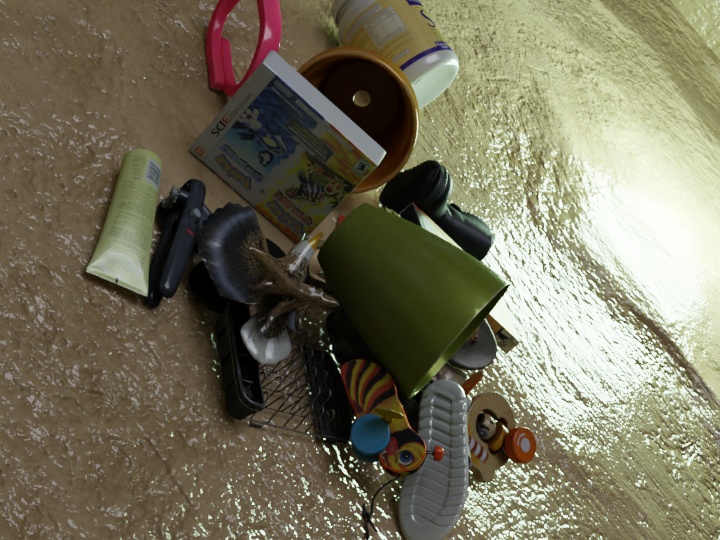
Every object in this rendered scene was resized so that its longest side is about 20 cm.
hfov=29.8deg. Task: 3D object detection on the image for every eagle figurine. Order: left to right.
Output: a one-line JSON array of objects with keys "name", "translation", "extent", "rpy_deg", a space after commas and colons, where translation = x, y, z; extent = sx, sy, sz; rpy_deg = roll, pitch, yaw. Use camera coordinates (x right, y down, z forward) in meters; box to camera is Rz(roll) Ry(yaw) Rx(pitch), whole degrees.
[{"name": "eagle figurine", "translation": [-0.099, 0.006, 1.590], "extent": [0.149, 0.200, 0.154], "rpy_deg": [-19, 109, -18]}]

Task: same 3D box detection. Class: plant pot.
[{"name": "plant pot", "translation": [-0.009, -0.232, 1.956], "extent": [0.200, 0.200, 0.184], "rpy_deg": [42, 18, -8]}, {"name": "plant pot", "translation": [0.048, 0.019, 1.643], "extent": [0.200, 0.188, 0.187], "rpy_deg": [42, 33, 8]}]

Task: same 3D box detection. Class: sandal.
[{"name": "sandal", "translation": [-0.147, -0.007, 1.680], "extent": [0.075, 0.045, 0.200], "rpy_deg": [43, 33, 5]}, {"name": "sandal", "translation": [0.100, 0.237, 1.647], "extent": [0.050, 0.081, 0.205], "rpy_deg": [50, 49, -64]}, {"name": "sandal", "translation": [0.122, 0.049, 1.750], "extent": [0.081, 0.054, 0.202], "rpy_deg": [-32, 112, -18]}]

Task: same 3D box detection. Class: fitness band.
[{"name": "fitness band", "translation": [-0.164, -0.332, 1.906], "extent": [0.037, 0.143, 0.202], "rpy_deg": [20, 42, -35]}]

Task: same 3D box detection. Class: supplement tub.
[{"name": "supplement tub", "translation": [0.053, -0.370, 2.183], "extent": [0.145, 0.145, 0.201], "rpy_deg": [-12, 65, -52]}]

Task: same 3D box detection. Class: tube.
[{"name": "tube", "translation": [-0.274, -0.059, 1.601], "extent": [0.052, 0.057, 0.202], "rpy_deg": [75, 13, -46]}]

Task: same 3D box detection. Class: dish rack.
[{"name": "dish rack", "translation": [-0.083, 0.126, 1.615], "extent": [0.198, 0.054, 0.155], "rpy_deg": [20, 43, -35]}]

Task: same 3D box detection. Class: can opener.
[{"name": "can opener", "translation": [-0.217, -0.036, 1.621], "extent": [0.078, 0.063, 0.201], "rpy_deg": [35, 35, -18]}]

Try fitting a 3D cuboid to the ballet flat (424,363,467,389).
[{"name": "ballet flat", "translation": [0.067, 0.092, 1.797], "extent": [0.067, 0.068, 0.200], "rpy_deg": [-46, 102, -12]}]

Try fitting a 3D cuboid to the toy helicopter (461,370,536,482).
[{"name": "toy helicopter", "translation": [0.129, 0.218, 1.727], "extent": [0.199, 0.078, 0.134], "rpy_deg": [-31, 103, -40]}]

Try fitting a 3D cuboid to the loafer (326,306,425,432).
[{"name": "loafer", "translation": [0.032, 0.123, 1.728], "extent": [0.201, 0.072, 0.073], "rpy_deg": [53, 35, 10]}]

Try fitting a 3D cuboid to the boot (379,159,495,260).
[{"name": "boot", "translation": [0.132, -0.081, 1.966], "extent": [0.167, 0.200, 0.077], "rpy_deg": [33, 78, -17]}]

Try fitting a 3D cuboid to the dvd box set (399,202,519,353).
[{"name": "dvd box set", "translation": [0.137, 0.010, 1.865], "extent": [0.200, 0.029, 0.147], "rpy_deg": [42, 20, -30]}]

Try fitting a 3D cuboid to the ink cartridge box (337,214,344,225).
[{"name": "ink cartridge box", "translation": [0.054, -0.006, 1.902], "extent": [0.199, 0.050, 0.110], "rpy_deg": [35, 36, -19]}]

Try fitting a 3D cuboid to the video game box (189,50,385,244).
[{"name": "video game box", "translation": [-0.098, -0.157, 1.770], "extent": [0.200, 0.182, 0.047], "rpy_deg": [40, 38, -9]}]

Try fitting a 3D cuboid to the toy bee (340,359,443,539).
[{"name": "toy bee", "translation": [0.041, 0.201, 1.602], "extent": [0.131, 0.107, 0.203], "rpy_deg": [-134, -145, -86]}]

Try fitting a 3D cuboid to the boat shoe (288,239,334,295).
[{"name": "boat shoe", "translation": [0.000, 0.000, 1.787], "extent": [0.198, 0.063, 0.074], "rpy_deg": [10, 81, -24]}]
